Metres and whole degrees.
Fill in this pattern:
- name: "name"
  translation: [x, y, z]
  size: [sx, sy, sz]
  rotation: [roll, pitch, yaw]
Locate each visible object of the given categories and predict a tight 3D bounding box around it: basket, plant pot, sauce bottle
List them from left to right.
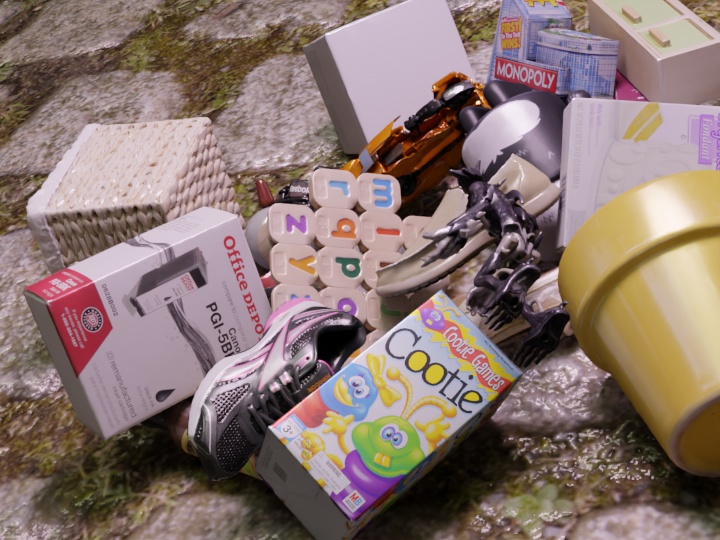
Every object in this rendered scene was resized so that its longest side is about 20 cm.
- name: "basket"
  translation: [-0.241, -0.044, 1.380]
  size: [0.161, 0.198, 0.200]
  rotation: [-5, 34, 16]
- name: "sauce bottle"
  translation: [-0.134, 0.149, 1.160]
  size: [0.200, 0.065, 0.065]
  rotation: [11, 43, 40]
- name: "plant pot"
  translation: [0.280, 0.054, 0.990]
  size: [0.200, 0.201, 0.189]
  rotation: [-16, 48, 4]

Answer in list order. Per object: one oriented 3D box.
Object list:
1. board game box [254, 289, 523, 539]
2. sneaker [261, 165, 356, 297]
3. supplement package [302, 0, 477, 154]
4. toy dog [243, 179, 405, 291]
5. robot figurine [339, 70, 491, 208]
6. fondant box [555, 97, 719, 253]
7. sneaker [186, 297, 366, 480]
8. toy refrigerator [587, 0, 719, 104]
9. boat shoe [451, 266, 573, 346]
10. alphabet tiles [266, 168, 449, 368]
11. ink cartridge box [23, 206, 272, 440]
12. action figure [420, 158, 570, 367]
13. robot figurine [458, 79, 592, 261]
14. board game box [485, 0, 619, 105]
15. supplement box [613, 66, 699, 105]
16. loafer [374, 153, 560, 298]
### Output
- name: "board game box"
  translation: [0.023, 0.128, 1.038]
  size: [0.200, 0.105, 0.103]
  rotation: [-37, 74, -26]
- name: "sneaker"
  translation: [-0.072, -0.047, 1.389]
  size: [0.071, 0.098, 0.200]
  rotation: [11, 44, 35]
- name: "supplement package"
  translation: [0.036, -0.239, 1.511]
  size: [0.150, 0.152, 0.200]
  rotation: [-23, 9, -7]
- name: "toy dog"
  translation: [-0.048, -0.041, 1.264]
  size: [0.132, 0.096, 0.200]
  rotation: [-10, -11, 32]
- name: "robot figurine"
  translation: [0.077, -0.148, 1.383]
  size: [0.200, 0.145, 0.058]
  rotation: [-41, 62, 22]
- name: "fondant box"
  translation: [0.291, -0.083, 1.164]
  size: [0.200, 0.145, 0.058]
  rotation: [4, -5, 0]
- name: "sneaker"
  translation: [-0.067, 0.095, 1.059]
  size: [0.086, 0.080, 0.200]
  rotation: [2, 45, 41]
- name: "toy refrigerator"
  translation: [0.313, -0.246, 1.307]
  size: [0.076, 0.070, 0.200]
  rotation: [-16, 34, -3]
- name: "boat shoe"
  translation: [0.180, 0.038, 1.170]
  size: [0.200, 0.072, 0.065]
  rotation: [-13, 73, -16]
- name: "alphabet tiles"
  translation: [0.000, 0.000, 1.201]
  size: [0.195, 0.200, 0.015]
  rotation: [3, -16, -27]
- name: "ink cartridge box"
  translation: [-0.191, 0.045, 1.161]
  size: [0.200, 0.147, 0.083]
  rotation: [-28, 20, -24]
- name: "action figure"
  translation: [0.110, -0.013, 1.064]
  size: [0.102, 0.119, 0.200]
  rotation: [-38, 34, 18]
- name: "robot figurine"
  translation: [0.185, -0.104, 1.273]
  size: [0.125, 0.150, 0.200]
  rotation: [-24, 66, -13]
- name: "board game box"
  translation: [0.206, -0.220, 1.381]
  size: [0.062, 0.200, 0.200]
  rotation: [-5, 18, -23]
- name: "supplement box"
  translation: [0.320, -0.138, 1.311]
  size: [0.086, 0.110, 0.200]
  rotation: [-7, 34, 12]
- name: "loafer"
  translation: [0.093, -0.042, 1.177]
  size: [0.200, 0.068, 0.076]
  rotation: [-32, -4, 3]
